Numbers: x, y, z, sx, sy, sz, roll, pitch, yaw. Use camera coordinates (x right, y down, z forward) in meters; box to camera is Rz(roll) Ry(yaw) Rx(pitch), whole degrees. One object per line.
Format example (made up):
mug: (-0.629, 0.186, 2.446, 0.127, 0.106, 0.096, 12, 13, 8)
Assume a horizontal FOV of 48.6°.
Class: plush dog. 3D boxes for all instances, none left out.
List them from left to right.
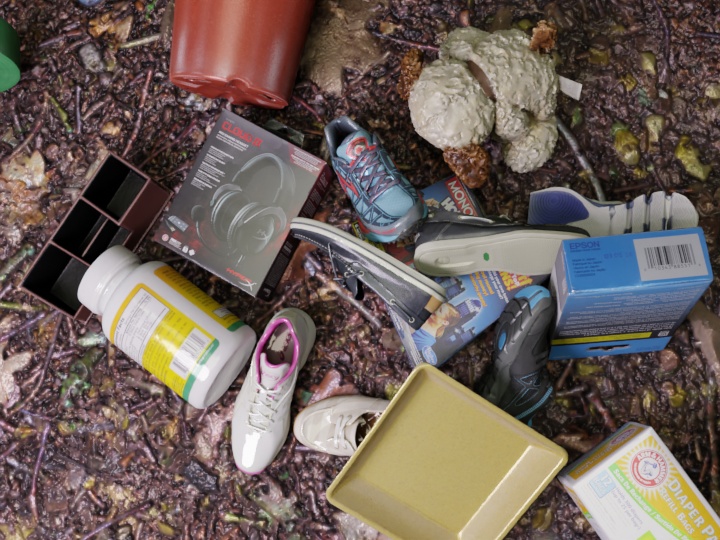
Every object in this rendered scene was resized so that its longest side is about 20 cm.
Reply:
plush dog: (0.135, -0.199, 0.908, 0.170, 0.161, 0.202, -31, 82, -17)

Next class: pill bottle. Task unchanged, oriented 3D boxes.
pill bottle: (-0.231, 0.061, 0.941, 0.199, 0.113, 0.114, 35, 86, 8)

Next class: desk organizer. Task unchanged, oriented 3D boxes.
desk organizer: (-0.324, -0.040, 0.980, 0.071, 0.077, 0.202, 32, 86, 8)

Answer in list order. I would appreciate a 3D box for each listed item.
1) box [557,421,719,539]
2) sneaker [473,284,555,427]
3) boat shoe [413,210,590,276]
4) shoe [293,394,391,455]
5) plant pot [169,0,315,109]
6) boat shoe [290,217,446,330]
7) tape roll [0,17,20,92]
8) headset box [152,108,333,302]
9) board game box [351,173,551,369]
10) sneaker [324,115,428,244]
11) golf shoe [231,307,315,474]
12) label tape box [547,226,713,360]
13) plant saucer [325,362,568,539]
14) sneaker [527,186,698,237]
box: (0.322, 0.280, 0.869, 0.112, 0.101, 0.201, -36, 81, -1)
sneaker: (0.184, 0.105, 0.893, 0.081, 0.074, 0.202, 15, 123, -1)
boat shoe: (0.157, -0.037, 0.881, 0.196, 0.072, 0.068, 0, 51, 6)
shoe: (0.017, 0.181, 0.933, 0.196, 0.053, 0.071, -1, 82, 5)
plant pot: (-0.140, -0.308, 0.952, 0.197, 0.201, 0.199, 10, 91, 6)
boat shoe: (0.000, 0.000, 0.891, 0.198, 0.075, 0.063, 30, 93, 13)
tape roll: (-0.519, -0.268, 0.966, 0.197, 0.200, 0.049, -4, 81, 4)
headset box: (-0.134, -0.086, 0.971, 0.147, 0.077, 0.202, 28, 87, 8)
board game box: (0.118, -0.002, 0.945, 0.197, 0.062, 0.203, -24, 81, 0)
sneaker: (0.005, -0.108, 0.907, 0.079, 0.096, 0.201, -34, 43, -2)
golf shoe: (-0.111, 0.139, 0.932, 0.074, 0.092, 0.203, 15, 85, 5)
label tape box: (0.279, 0.031, 0.869, 0.141, 0.201, 0.064, -5, 65, 4)
plant saucer: (0.092, 0.216, 0.884, 0.198, 0.049, 0.201, 32, 106, -9)
sneaker: (0.298, -0.041, 0.928, 0.197, 0.115, 0.082, 6, 80, 35)
